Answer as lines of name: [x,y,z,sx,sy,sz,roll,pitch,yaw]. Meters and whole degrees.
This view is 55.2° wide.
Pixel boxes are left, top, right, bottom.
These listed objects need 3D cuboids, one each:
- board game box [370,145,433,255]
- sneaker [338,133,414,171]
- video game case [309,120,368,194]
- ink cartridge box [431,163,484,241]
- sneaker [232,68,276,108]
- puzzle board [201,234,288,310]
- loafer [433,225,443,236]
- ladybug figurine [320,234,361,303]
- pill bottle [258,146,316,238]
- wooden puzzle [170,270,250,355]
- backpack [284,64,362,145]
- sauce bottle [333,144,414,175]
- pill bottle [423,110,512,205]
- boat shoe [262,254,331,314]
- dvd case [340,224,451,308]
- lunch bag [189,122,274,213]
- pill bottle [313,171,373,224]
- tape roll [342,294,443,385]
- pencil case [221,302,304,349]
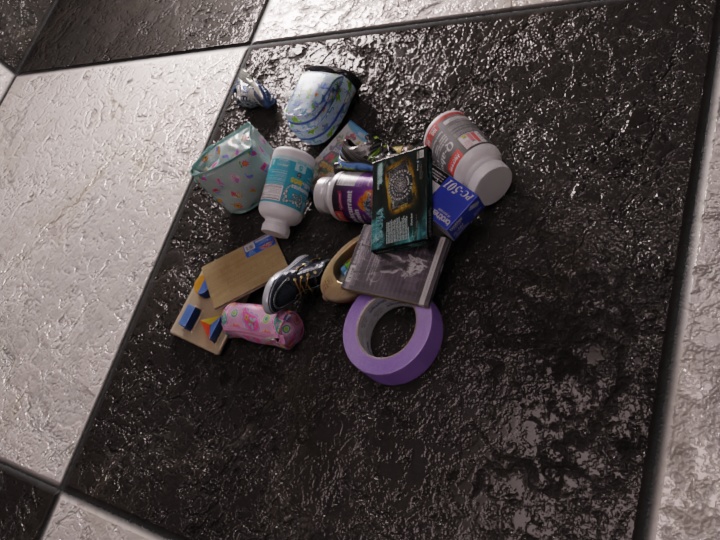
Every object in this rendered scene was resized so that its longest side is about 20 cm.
board game box: [0.083,-0.141,1.393,0.133,0.028,0.205,-11,67,33]
sneaker: [0.038,-0.259,1.516,0.195,0.070,0.085,8,97,27]
video game case: [-0.051,-0.262,1.689,0.200,0.018,0.143,-47,50,0]
ink cartridge box: [0.153,-0.152,1.405,0.094,0.044,0.200,-47,48,0]
sneaker: [-0.305,-0.491,1.947,0.086,0.076,0.200,-50,42,10]
puzzle board: [-0.276,0.000,1.652,0.197,0.018,0.152,-27,47,-4]
loafer: [0.140,-0.089,1.450,0.201,0.070,0.070,-49,38,-4]
ladybug figurine: [0.000,0.000,1.475,0.199,0.072,0.137,-38,45,8]
pill bottle: [-0.180,-0.184,1.656,0.109,0.110,0.205,9,81,34]
wooden puzzle: [-0.369,0.089,1.672,0.197,0.046,0.188,15,73,37]
backpack: [-0.107,-0.420,1.746,0.160,0.153,0.205,18,87,30]
sauce bottle: [0.033,-0.245,1.593,0.195,0.065,0.066,-6,61,26]
pill bottle: [0.225,-0.235,1.442,0.115,0.116,0.201,-38,51,7]
boat shoe: [-0.131,0.027,1.500,0.089,0.072,0.201,2,33,29]
dvd case: [0.070,-0.012,1.386,0.196,0.016,0.151,10,67,28]
lunch bag: [-0.308,-0.247,1.741,0.197,0.170,0.124,-27,47,17]
pill bottle: [-0.006,-0.164,1.547,0.196,0.111,0.114,8,68,35]
tape roll: [0.064,0.121,1.377,0.196,0.066,0.204,-15,57,24]
pencil case: [-0.221,0.122,1.538,0.196,0.087,0.089,7,68,34]
